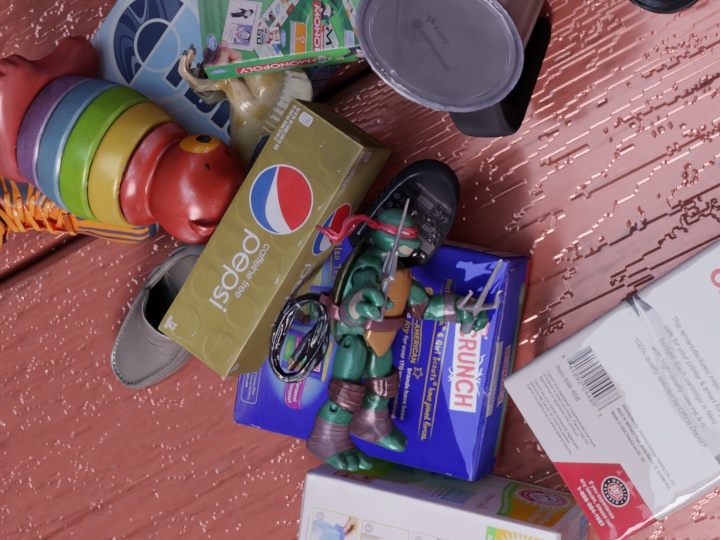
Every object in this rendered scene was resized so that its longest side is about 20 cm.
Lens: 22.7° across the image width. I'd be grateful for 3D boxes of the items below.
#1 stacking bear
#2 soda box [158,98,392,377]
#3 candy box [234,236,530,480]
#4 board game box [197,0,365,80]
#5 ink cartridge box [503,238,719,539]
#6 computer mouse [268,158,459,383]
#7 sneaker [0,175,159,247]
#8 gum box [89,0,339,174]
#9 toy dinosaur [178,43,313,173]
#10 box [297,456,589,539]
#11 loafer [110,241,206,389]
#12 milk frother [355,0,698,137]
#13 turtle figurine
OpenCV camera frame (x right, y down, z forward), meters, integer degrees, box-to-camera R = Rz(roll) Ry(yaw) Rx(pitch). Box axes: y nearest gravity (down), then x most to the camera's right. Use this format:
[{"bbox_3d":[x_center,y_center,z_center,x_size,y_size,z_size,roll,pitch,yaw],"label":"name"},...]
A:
[{"bbox_3d":[-0.173,-0.084,1.353,0.199,0.121,0.114,25,119,23],"label":"stacking bear"},{"bbox_3d":[-0.062,-0.022,1.309,0.068,0.064,0.201,35,103,16],"label":"soda box"},{"bbox_3d":[0.017,0.053,1.366,0.199,0.077,0.170,13,99,21],"label":"candy box"},{"bbox_3d":[-0.057,-0.247,1.326,0.134,0.029,0.201,-7,75,4],"label":"board game box"},{"bbox_3d":[0.229,0.083,1.290,0.200,0.084,0.145,-35,83,22],"label":"ink cartridge box"},{"bbox_3d":[0.000,0.000,1.302,0.059,0.034,0.200,39,101,-14],"label":"computer mouse"},{"bbox_3d":[-0.265,-0.041,1.447,0.199,0.112,0.078,16,137,26],"label":"sneaker"},{"bbox_3d":[-0.127,-0.157,1.420,0.170,0.045,0.200,42,109,11],"label":"gum box"},{"bbox_3d":[-0.086,-0.132,1.353,0.101,0.058,0.201,30,107,11],"label":"toy dinosaur"},{"bbox_3d":[0.063,0.210,1.358,0.199,0.112,0.102,11,100,20],"label":"box"},{"bbox_3d":[-0.152,0.031,1.425,0.070,0.070,0.200,45,129,10],"label":"loafer"},{"bbox_3d":[0.129,-0.200,1.223,0.199,0.189,0.181,-14,127,37],"label":"milk frother"},{"bbox_3d":[0.021,0.033,1.249,0.100,0.149,0.201,31,113,40],"label":"turtle figurine"}]
